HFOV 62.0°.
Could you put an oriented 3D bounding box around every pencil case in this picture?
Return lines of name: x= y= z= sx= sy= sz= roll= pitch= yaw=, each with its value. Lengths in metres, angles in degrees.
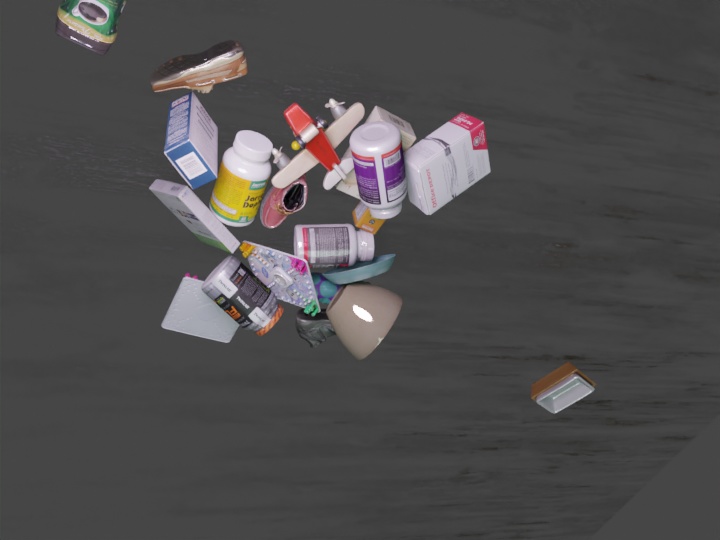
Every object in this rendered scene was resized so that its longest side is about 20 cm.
pencil case: x=-0.069 y=0.061 z=1.665 sx=0.198 sy=0.086 sz=0.093 roll=10 pitch=129 yaw=-22

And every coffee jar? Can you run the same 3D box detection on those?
coffee jar: x=-0.467 y=-0.492 z=1.067 sx=0.104 sy=0.086 sz=0.200 roll=20 pitch=124 yaw=-32

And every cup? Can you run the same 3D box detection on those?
cup: x=-0.006 y=0.111 z=1.568 sx=0.143 sy=0.201 sz=0.201 roll=35 pitch=120 yaw=-9

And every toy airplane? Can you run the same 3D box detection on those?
toy airplane: x=-0.096 y=-0.278 z=1.312 sx=0.198 sy=0.141 sz=0.201 roll=-12 pitch=134 yaw=-33

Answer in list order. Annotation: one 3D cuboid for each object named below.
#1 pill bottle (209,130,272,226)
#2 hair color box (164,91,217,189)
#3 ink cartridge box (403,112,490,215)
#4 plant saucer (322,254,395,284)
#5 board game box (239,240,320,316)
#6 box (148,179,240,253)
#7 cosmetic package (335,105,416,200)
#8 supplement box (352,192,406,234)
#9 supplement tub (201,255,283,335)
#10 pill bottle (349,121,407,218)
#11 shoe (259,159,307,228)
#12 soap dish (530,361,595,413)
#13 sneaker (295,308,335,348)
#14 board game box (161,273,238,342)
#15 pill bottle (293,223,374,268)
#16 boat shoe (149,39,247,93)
pill bottle: x=-0.266 y=-0.208 z=1.354 sx=0.112 sy=0.113 sz=0.201 roll=12 pitch=128 yaw=-22
hair color box: x=-0.342 y=-0.268 z=1.221 sx=0.060 sy=0.201 sz=0.100 roll=-23 pitch=133 yaw=9
ink cartridge box: x=0.197 y=-0.247 z=1.392 sx=0.199 sy=0.083 sz=0.146 roll=-35 pitch=136 yaw=-15
plant saucer: x=0.000 y=0.000 z=1.560 sx=0.198 sy=0.200 sz=0.036 roll=-14 pitch=96 yaw=0
board game box: x=-0.209 y=0.024 z=1.556 sx=0.198 sy=0.026 sz=0.201 roll=17 pitch=141 yaw=24
box: x=-0.384 y=-0.126 z=1.394 sx=0.036 sy=0.144 sz=0.200 roll=-53 pitch=134 yaw=-19
cosmetic package: x=0.029 y=-0.267 z=1.395 sx=0.103 sy=0.073 sz=0.201 roll=19 pitch=125 yaw=-27
supplement box: x=0.059 y=-0.187 z=1.480 sx=0.066 sy=0.069 sz=0.200 roll=19 pitch=127 yaw=-27
supplement tub: x=-0.303 y=0.069 z=1.555 sx=0.122 sy=0.123 sz=0.200 roll=-39 pitch=106 yaw=23
pill bottle: x=0.043 y=-0.216 z=1.318 sx=0.111 sy=0.113 sz=0.201 roll=-12 pitch=133 yaw=-1
shoe: x=-0.185 y=-0.160 z=1.431 sx=0.071 sy=0.092 sz=0.201 roll=17 pitch=126 yaw=-26
soap dish: x=0.735 y=0.427 z=2.185 sx=0.200 sy=0.082 sz=0.157 roll=-40 pitch=128 yaw=22
sneaker: x=-0.095 y=0.171 z=1.770 sx=0.197 sy=0.077 sz=0.115 roll=2 pitch=134 yaw=-10
board game box: x=-0.423 y=0.107 z=1.659 sx=0.198 sy=0.026 sz=0.201 roll=18 pitch=126 yaw=-26
pill bottle: x=-0.069 y=-0.064 z=1.533 sx=0.197 sy=0.111 sz=0.112 roll=-2 pitch=133 yaw=-11
boat shoe: x=-0.320 y=-0.392 z=1.202 sx=0.198 sy=0.076 sz=0.074 roll=-16 pitch=137 yaw=4
